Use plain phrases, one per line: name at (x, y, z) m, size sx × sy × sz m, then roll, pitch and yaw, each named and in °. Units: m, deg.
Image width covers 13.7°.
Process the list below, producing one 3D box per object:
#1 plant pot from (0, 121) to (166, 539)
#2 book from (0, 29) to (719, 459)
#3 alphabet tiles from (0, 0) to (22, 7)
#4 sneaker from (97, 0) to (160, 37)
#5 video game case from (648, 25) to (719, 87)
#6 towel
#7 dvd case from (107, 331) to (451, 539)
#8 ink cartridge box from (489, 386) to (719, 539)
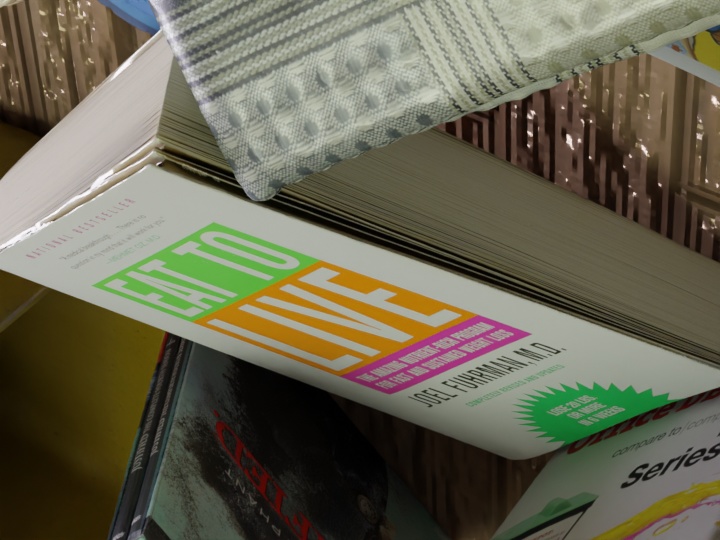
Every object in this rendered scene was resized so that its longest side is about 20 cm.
plant pot at (-0.199, 0.045, 1.094) m, size 0.176 × 0.200 × 0.200 m, roll 34°, pitch 147°, yaw 23°
book at (0.000, 0.000, 0.912) m, size 0.199 × 0.048 × 0.134 m, roll 21°, pitch 155°, yaw -23°
alphabet tiles at (-0.094, -0.172, 0.810) m, size 0.195 × 0.015 × 0.200 m, roll 38°, pitch 123°, yaw 12°
sneaker at (-0.062, -0.126, 0.861) m, size 0.199 × 0.074 × 0.082 m, roll 26°, pitch 138°, yaw 13°
video game case at (0.150, -0.097, 0.742) m, size 0.182 × 0.023 × 0.200 m, roll 27°, pitch 145°, yaw 17°
towel at (0.009, -0.131, 0.752) m, size 0.200 × 0.035 × 0.193 m, roll -20°, pitch 101°, yaw 36°
dvd case at (-0.021, 0.094, 0.991) m, size 0.022 × 0.200 × 0.146 m, roll -34°, pitch 107°, yaw 18°
ink cartridge box at (0.085, 0.118, 0.891) m, size 0.084 × 0.200 × 0.145 m, roll 49°, pitch 142°, yaw -11°
